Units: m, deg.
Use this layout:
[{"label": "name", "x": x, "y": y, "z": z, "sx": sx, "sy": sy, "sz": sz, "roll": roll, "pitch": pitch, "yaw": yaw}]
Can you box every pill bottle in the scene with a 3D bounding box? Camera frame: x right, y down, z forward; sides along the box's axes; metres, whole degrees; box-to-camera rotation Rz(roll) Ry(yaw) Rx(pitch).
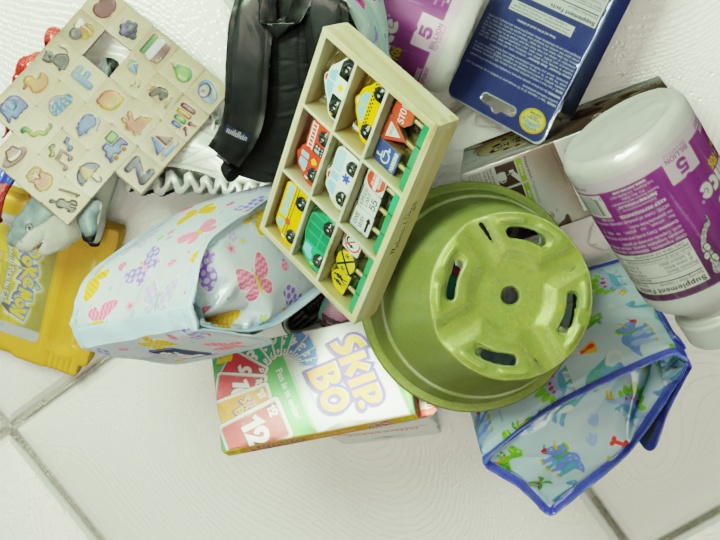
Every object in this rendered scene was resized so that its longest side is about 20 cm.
[{"label": "pill bottle", "x": 0.006, "y": -0.247, "z": 1.043, "sx": 0.198, "sy": 0.112, "sz": 0.113, "roll": 23, "pitch": 109, "yaw": 1}, {"label": "pill bottle", "x": 0.261, "y": -0.037, "z": 0.950, "sx": 0.112, "sy": 0.113, "sz": 0.201, "roll": -31, "pitch": 109, "yaw": 16}]

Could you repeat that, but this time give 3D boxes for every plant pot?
[{"label": "plant pot", "x": 0.103, "y": 0.019, "z": 0.922, "sx": 0.198, "sy": 0.190, "sz": 0.203, "roll": 0, "pitch": 88, "yaw": -3}]

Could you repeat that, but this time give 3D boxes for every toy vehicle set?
[{"label": "toy vehicle set", "x": -0.007, "y": -0.071, "z": 0.898, "sx": 0.124, "sy": 0.026, "sz": 0.201, "roll": 43, "pitch": 133, "yaw": 24}]

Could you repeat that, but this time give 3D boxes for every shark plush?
[{"label": "shark plush", "x": -0.273, "y": -0.108, "z": 1.119, "sx": 0.082, "sy": 0.091, "sz": 0.202, "roll": 18, "pitch": 97, "yaw": -8}]

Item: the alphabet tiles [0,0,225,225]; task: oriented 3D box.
[{"label": "alphabet tiles", "x": -0.249, "y": -0.149, "z": 1.103, "sx": 0.167, "sy": 0.008, "sz": 0.200, "roll": 39, "pitch": 81, "yaw": 4}]

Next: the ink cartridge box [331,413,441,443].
[{"label": "ink cartridge box", "x": 0.011, "y": 0.120, "z": 1.148, "sx": 0.115, "sy": 0.200, "sz": 0.069, "roll": -7, "pitch": 71, "yaw": 10}]

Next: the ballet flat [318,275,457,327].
[{"label": "ballet flat", "x": 0.042, "y": 0.037, "z": 1.123, "sx": 0.071, "sy": 0.198, "sz": 0.070, "roll": -46, "pitch": 53, "yaw": 41}]

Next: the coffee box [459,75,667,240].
[{"label": "coffee box", "x": 0.198, "y": -0.099, "z": 1.063, "sx": 0.198, "sy": 0.113, "sz": 0.081, "roll": -19, "pitch": 105, "yaw": 14}]

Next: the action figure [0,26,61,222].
[{"label": "action figure", "x": -0.323, "y": -0.141, "z": 1.148, "sx": 0.065, "sy": 0.052, "sz": 0.202, "roll": 14, "pitch": 99, "yaw": -4}]

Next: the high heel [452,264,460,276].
[{"label": "high heel", "x": 0.024, "y": -0.045, "z": 1.055, "sx": 0.200, "sy": 0.095, "sz": 0.068, "roll": 41, "pitch": 129, "yaw": 26}]

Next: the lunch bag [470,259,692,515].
[{"label": "lunch bag", "x": 0.203, "y": 0.097, "z": 1.085, "sx": 0.127, "sy": 0.171, "sz": 0.200, "roll": 37, "pitch": 110, "yaw": -25}]

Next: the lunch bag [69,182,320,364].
[{"label": "lunch bag", "x": -0.140, "y": 0.014, "z": 1.029, "sx": 0.168, "sy": 0.200, "sz": 0.128, "roll": -13, "pitch": 106, "yaw": 38}]

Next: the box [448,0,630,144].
[{"label": "box", "x": 0.167, "y": -0.222, "z": 1.028, "sx": 0.121, "sy": 0.032, "sz": 0.201, "roll": 35, "pitch": 105, "yaw": 34}]

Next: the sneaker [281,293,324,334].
[{"label": "sneaker", "x": 0.000, "y": 0.000, "z": 1.143, "sx": 0.073, "sy": 0.071, "sz": 0.200, "roll": 42, "pitch": 107, "yaw": -6}]

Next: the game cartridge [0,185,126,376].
[{"label": "game cartridge", "x": -0.361, "y": 0.003, "z": 1.215, "sx": 0.198, "sy": 0.032, "sz": 0.178, "roll": 19, "pitch": 109, "yaw": 2}]

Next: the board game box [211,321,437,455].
[{"label": "board game box", "x": -0.034, "y": 0.101, "z": 1.044, "sx": 0.198, "sy": 0.030, "sz": 0.097, "roll": -11, "pitch": 71, "yaw": 7}]

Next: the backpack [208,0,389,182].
[{"label": "backpack", "x": -0.045, "y": -0.172, "z": 0.965, "sx": 0.165, "sy": 0.127, "sz": 0.201, "roll": 2, "pitch": 134, "yaw": 6}]

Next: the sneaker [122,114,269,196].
[{"label": "sneaker", "x": -0.137, "y": -0.113, "z": 1.130, "sx": 0.197, "sy": 0.075, "sz": 0.082, "roll": 2, "pitch": 99, "yaw": 7}]
